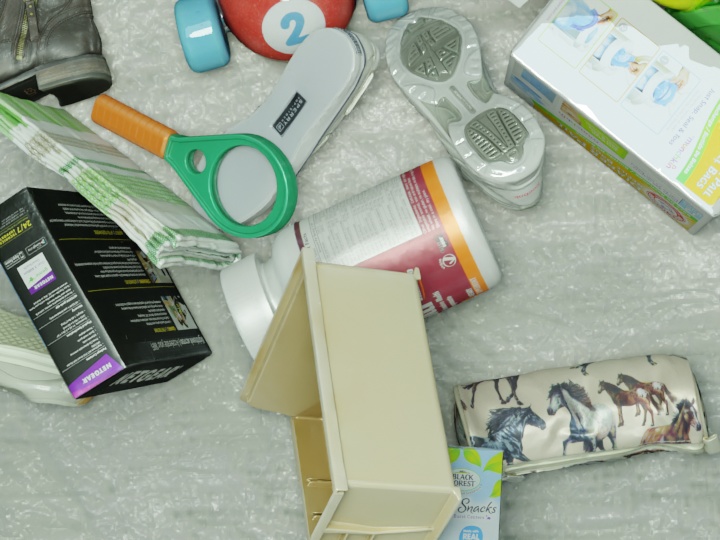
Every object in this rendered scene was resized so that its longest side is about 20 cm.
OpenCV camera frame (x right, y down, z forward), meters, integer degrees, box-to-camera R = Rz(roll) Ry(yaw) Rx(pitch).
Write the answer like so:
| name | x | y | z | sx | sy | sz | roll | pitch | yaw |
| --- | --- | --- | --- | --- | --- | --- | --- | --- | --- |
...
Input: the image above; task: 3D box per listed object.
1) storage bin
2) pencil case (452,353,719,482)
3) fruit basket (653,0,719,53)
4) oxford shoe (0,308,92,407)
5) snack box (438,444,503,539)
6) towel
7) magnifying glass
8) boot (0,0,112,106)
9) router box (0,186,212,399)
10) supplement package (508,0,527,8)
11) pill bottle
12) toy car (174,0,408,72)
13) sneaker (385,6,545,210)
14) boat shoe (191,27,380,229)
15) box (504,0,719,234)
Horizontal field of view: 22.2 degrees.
| name | x | y | z | sx | sy | sz | roll | pitch | yaw |
| --- | --- | --- | --- | --- | --- | --- | --- | --- | --- |
| storage bin | -0.016 | 0.128 | 1.317 | 0.093 | 0.199 | 0.201 | 5 | 49 | -19 |
| pencil case | 0.172 | 0.117 | 1.412 | 0.198 | 0.078 | 0.090 | -9 | 63 | 3 |
| fruit basket | 0.280 | -0.240 | 1.380 | 0.155 | 0.216 | 0.216 | -42 | 83 | -1 |
| oxford shoe | -0.293 | 0.064 | 1.457 | 0.198 | 0.075 | 0.058 | 15 | 121 | 7 |
| snack box | 0.045 | 0.229 | 1.361 | 0.067 | 0.169 | 0.202 | 6 | 83 | -16 |
| towel | -0.193 | -0.066 | 1.410 | 0.200 | 0.149 | 0.031 | 37 | 97 | 15 |
| magnifying glass | -0.133 | -0.090 | 1.449 | 0.199 | 0.022 | 0.080 | 27 | 111 | 24 |
| boot | -0.294 | -0.215 | 1.489 | 0.198 | 0.069 | 0.176 | -11 | 78 | -2 |
| router box | -0.195 | 0.015 | 1.382 | 0.051 | 0.200 | 0.150 | -31 | 83 | 12 |
| supplement package | 0.141 | -0.330 | 1.366 | 0.110 | 0.156 | 0.201 | 32 | 50 | -16 |
| pill bottle | 0.000 | 0.000 | 1.417 | 0.199 | 0.110 | 0.110 | -25 | 83 | 5 |
| toy car | -0.072 | -0.263 | 1.402 | 0.183 | 0.200 | 0.178 | -15 | 80 | 2 |
| sneaker | 0.080 | -0.120 | 1.444 | 0.077 | 0.100 | 0.201 | -26 | 57 | -3 |
| boat shoe | -0.055 | -0.111 | 1.453 | 0.071 | 0.070 | 0.200 | 46 | 113 | 18 |
| box | 0.219 | -0.132 | 1.417 | 0.200 | 0.113 | 0.102 | 39 | 86 | 6 |
